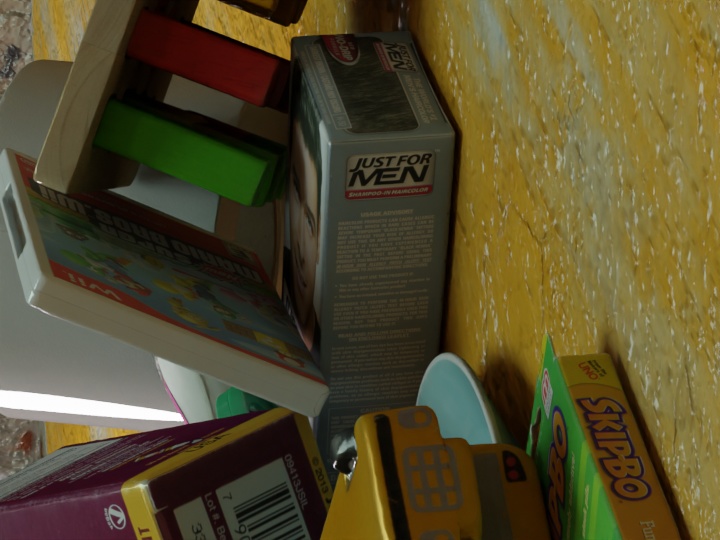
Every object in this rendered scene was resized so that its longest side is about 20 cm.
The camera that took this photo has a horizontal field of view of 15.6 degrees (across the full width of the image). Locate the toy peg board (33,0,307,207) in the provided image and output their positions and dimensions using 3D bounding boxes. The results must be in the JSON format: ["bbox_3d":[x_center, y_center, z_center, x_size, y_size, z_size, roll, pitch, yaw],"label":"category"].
[{"bbox_3d":[-0.062,-0.121,1.259,0.200,0.097,0.200,-45,-25,-86],"label":"toy peg board"}]

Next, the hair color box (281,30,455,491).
[{"bbox_3d":[0.000,0.000,1.232,0.099,0.060,0.201,-111,20,-55],"label":"hair color box"}]

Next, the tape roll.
[{"bbox_3d":[-0.121,-0.012,1.462,0.203,0.138,0.204,5,-90,-78],"label":"tape roll"}]

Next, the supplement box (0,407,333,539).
[{"bbox_3d":[-0.100,0.148,1.224,0.199,0.103,0.132,-15,97,50],"label":"supplement box"}]

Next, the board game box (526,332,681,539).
[{"bbox_3d":[0.090,0.119,0.908,0.201,0.030,0.096,-110,19,-47],"label":"board game box"}]

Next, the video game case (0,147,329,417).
[{"bbox_3d":[-0.098,0.002,1.232,0.018,0.142,0.200,-63,19,12],"label":"video game case"}]

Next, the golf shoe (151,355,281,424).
[{"bbox_3d":[-0.040,0.090,1.346,0.201,0.072,0.092,60,176,-25],"label":"golf shoe"}]

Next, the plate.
[{"bbox_3d":[0.054,0.134,1.104,0.200,0.025,0.202,175,90,-79],"label":"plate"}]

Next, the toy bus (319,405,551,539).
[{"bbox_3d":[0.022,0.119,0.992,0.200,0.078,0.066,105,158,-60],"label":"toy bus"}]

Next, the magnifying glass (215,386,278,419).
[{"bbox_3d":[-0.012,0.142,1.257,0.201,0.022,0.080,62,-170,11],"label":"magnifying glass"}]
